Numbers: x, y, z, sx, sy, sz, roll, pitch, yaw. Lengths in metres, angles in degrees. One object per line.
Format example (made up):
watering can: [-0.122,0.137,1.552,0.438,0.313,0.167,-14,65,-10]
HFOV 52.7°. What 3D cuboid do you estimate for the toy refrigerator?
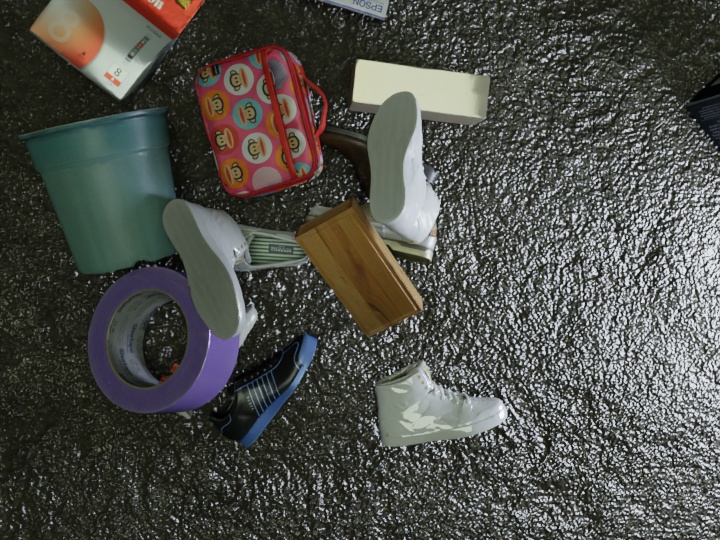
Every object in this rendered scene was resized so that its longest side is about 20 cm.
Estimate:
toy refrigerator: [0.085,-0.268,1.088,0.199,0.076,0.070,5,93,-5]

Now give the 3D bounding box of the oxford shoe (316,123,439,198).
oxford shoe: [0.014,-0.155,1.090,0.199,0.073,0.085,28,92,-6]

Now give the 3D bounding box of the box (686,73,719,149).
box: [0.642,-0.237,1.129,0.148,0.107,0.200,-43,97,-2]

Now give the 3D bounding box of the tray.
tray: [0.000,0.000,1.068,0.098,0.037,0.200,-27,118,18]

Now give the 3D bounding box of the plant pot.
plant pot: [-0.341,-0.108,1.006,0.199,0.200,0.197,-12,102,-5]

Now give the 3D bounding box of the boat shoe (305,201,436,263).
boat shoe: [0.018,-0.069,1.100,0.199,0.075,0.069,16,79,-8]

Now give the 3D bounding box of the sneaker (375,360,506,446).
sneaker: [0.121,0.193,1.113,0.199,0.074,0.116,-10,98,-4]

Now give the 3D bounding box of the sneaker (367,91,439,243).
sneaker: [0.064,-0.139,1.026,0.073,0.115,0.201,-3,70,28]

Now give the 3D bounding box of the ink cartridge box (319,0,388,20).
ink cartridge box: [-0.034,-0.492,1.079,0.196,0.047,0.201,15,94,-8]

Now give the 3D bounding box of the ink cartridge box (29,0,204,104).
ink cartridge box: [-0.347,-0.368,1.052,0.162,0.050,0.200,37,93,-7]

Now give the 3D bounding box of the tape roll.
tape roll: [-0.278,0.099,1.029,0.199,0.085,0.201,-4,79,19]

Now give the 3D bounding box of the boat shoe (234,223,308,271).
boat shoe: [-0.170,-0.036,1.080,0.199,0.067,0.074,-4,94,-5]

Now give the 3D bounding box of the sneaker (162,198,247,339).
sneaker: [-0.182,-0.004,0.990,0.073,0.115,0.201,-30,76,22]

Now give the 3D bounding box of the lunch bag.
lunch bag: [-0.131,-0.214,1.049,0.175,0.082,0.201,-14,96,10]

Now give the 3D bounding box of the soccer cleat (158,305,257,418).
soccer cleat: [-0.217,0.135,1.090,0.200,0.069,0.078,-44,101,5]

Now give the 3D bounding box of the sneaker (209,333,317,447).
sneaker: [-0.147,0.169,1.094,0.078,0.070,0.200,35,91,-13]
